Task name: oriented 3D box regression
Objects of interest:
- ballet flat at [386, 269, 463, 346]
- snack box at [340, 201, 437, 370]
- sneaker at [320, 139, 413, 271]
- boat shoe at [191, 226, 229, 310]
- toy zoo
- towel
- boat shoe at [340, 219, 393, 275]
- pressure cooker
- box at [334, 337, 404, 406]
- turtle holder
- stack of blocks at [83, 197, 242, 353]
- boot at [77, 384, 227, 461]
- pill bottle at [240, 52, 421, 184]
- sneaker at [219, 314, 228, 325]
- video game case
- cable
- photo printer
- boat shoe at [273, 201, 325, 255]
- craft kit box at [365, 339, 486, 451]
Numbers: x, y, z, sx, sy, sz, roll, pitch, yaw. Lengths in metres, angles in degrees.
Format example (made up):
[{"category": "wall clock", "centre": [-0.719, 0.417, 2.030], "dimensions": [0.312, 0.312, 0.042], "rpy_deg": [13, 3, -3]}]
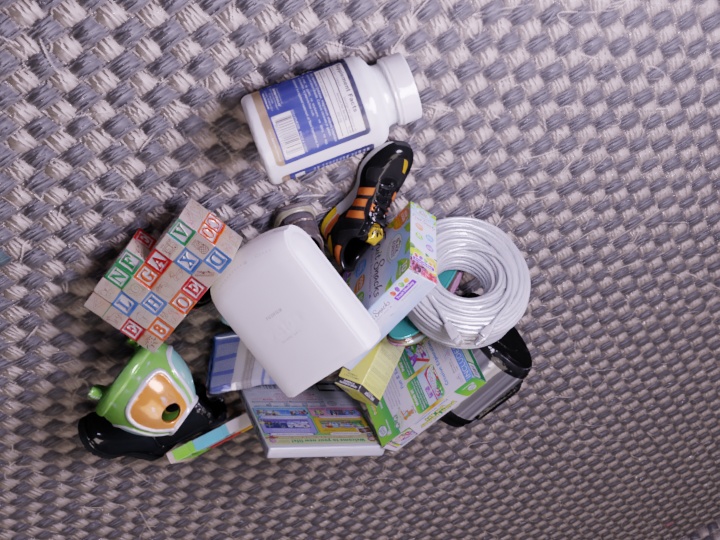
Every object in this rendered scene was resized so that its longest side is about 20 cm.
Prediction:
[{"category": "ballet flat", "centre": [0.105, 0.056, 1.562], "dimensions": [0.201, 0.069, 0.072], "rpy_deg": [-56, 151, -33]}, {"category": "snack box", "centre": [0.026, 0.022, 1.408], "dimensions": [0.053, 0.143, 0.200], "rpy_deg": [29, 126, -21]}, {"category": "sneaker", "centre": [0.020, -0.083, 1.403], "dimensions": [0.069, 0.091, 0.200], "rpy_deg": [9, 134, -36]}, {"category": "boat shoe", "centre": [-0.239, 0.022, 1.424], "dimensions": [0.073, 0.064, 0.201], "rpy_deg": [16, 131, -44]}, {"category": "toy zoo", "centre": [-0.218, 0.266, 1.721], "dimensions": [0.198, 0.021, 0.131], "rpy_deg": [-27, 172, -2]}, {"category": "towel", "centre": [-0.140, 0.136, 1.620], "dimensions": [0.198, 0.024, 0.148], "rpy_deg": [-5, 140, -21]}, {"category": "boat shoe", "centre": [0.000, 0.000, 1.525], "dimensions": [0.066, 0.070, 0.200], "rpy_deg": [-1, 146, -28]}, {"category": "pressure cooker", "centre": [0.162, 0.158, 1.712], "dimensions": [0.200, 0.180, 0.175], "rpy_deg": [-43, 139, 20]}, {"category": "box", "centre": [0.035, 0.101, 1.579], "dimensions": [0.075, 0.050, 0.202], "rpy_deg": [44, 67, -53]}, {"category": "turtle holder", "centre": [-0.309, 0.175, 1.485], "dimensions": [0.131, 0.142, 0.185], "rpy_deg": [36, 150, -7]}, {"category": "stack of blocks", "centre": [-0.258, 0.001, 1.344], "dimensions": [0.115, 0.059, 0.200], "rpy_deg": [37, 120, -13]}, {"category": "boot", "centre": [-0.323, 0.233, 1.628], "dimensions": [0.167, 0.077, 0.200], "rpy_deg": [-32, 150, 19]}, {"category": "pill bottle", "centre": [-0.033, -0.187, 1.226], "dimensions": [0.198, 0.112, 0.111], "rpy_deg": [-21, 144, -3]}, {"category": "sneaker", "centre": [-0.122, 0.074, 1.545], "dimensions": [0.199, 0.074, 0.082], "rpy_deg": [25, 124, -31]}, {"category": "video game case", "centre": [-0.082, 0.235, 1.650], "dimensions": [0.198, 0.182, 0.022], "rpy_deg": [4, 117, -26]}, {"category": "cable", "centre": [0.151, 0.017, 1.510], "dimensions": [0.199, 0.200, 0.070], "rpy_deg": [-32, 156, -27]}, {"category": "photo printer", "centre": [-0.092, 0.048, 1.343], "dimensions": [0.166, 0.201, 0.069], "rpy_deg": [-33, -171, 32]}, {"category": "boat shoe", "centre": [-0.083, -0.009, 1.456], "dimensions": [0.074, 0.074, 0.201], "rpy_deg": [-18, 144, -6]}, {"category": "craft kit box", "centre": [0.081, 0.148, 1.635], "dimensions": [0.197, 0.201, 0.048], "rpy_deg": [-39, 142, 22]}]
